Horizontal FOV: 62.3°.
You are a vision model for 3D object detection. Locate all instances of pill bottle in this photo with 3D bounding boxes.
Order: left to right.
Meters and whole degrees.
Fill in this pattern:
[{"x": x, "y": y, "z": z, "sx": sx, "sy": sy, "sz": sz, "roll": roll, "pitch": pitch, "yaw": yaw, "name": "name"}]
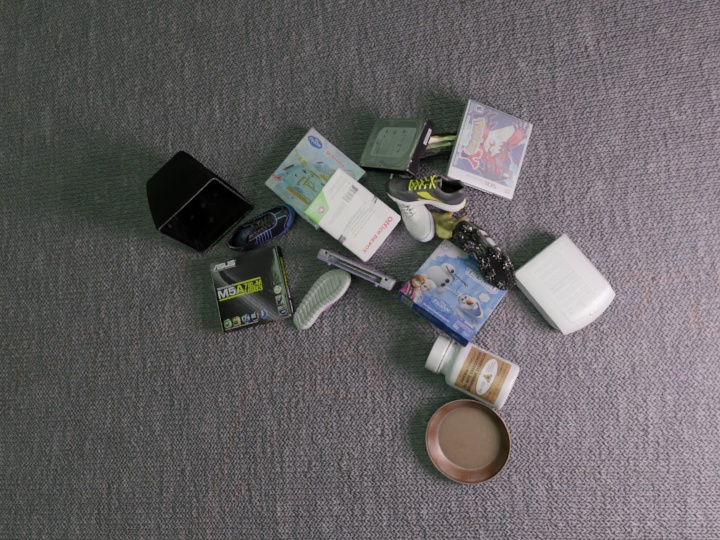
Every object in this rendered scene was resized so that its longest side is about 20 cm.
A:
[{"x": 0.260, "y": 0.233, "z": 1.407, "sx": 0.200, "sy": 0.114, "sz": 0.115, "roll": 25, "pitch": 89, "yaw": 14, "name": "pill bottle"}]

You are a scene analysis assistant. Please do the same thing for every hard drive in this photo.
[{"x": 0.087, "y": -0.313, "z": 1.496, "sx": 0.200, "sy": 0.038, "sz": 0.140, "roll": 20, "pitch": 86, "yaw": 52, "name": "hard drive"}]

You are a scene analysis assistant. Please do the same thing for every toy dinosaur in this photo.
[{"x": 0.213, "y": -0.132, "z": 1.493, "sx": 0.200, "sy": 0.058, "sz": 0.101, "roll": 30, "pitch": 91, "yaw": 14, "name": "toy dinosaur"}]

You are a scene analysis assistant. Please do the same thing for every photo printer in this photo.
[{"x": 0.481, "y": 0.038, "z": 1.406, "sx": 0.166, "sy": 0.069, "sz": 0.200, "roll": -40, "pitch": 77, "yaw": 5, "name": "photo printer"}]

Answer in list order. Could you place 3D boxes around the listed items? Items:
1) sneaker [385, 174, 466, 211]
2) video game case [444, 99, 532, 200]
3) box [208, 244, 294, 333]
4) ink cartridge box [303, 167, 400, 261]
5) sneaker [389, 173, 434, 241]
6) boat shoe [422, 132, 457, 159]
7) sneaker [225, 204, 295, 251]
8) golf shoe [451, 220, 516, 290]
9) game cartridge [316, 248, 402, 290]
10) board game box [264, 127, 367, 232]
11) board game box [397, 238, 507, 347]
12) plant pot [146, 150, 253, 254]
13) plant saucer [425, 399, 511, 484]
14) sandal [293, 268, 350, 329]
[{"x": 0.160, "y": -0.201, "z": 1.425, "sx": 0.199, "sy": 0.085, "sz": 0.075, "roll": 7, "pitch": 62, "yaw": -2, "name": "sneaker"}, {"x": 0.318, "y": -0.296, "z": 1.470, "sx": 0.182, "sy": 0.023, "sz": 0.200, "roll": 17, "pitch": 86, "yaw": -13, "name": "video game case"}, {"x": -0.290, "y": 0.051, "z": 1.585, "sx": 0.200, "sy": 0.048, "sz": 0.194, "roll": -14, "pitch": 82, "yaw": 10, "name": "box"}, {"x": -0.020, "y": -0.138, "z": 1.506, "sx": 0.200, "sy": 0.084, "sz": 0.146, "roll": 39, "pitch": 93, "yaw": -3, "name": "ink cartridge box"}, {"x": 0.119, "y": -0.161, "z": 1.492, "sx": 0.073, "sy": 0.071, "sz": 0.200, "roll": -35, "pitch": 64, "yaw": 23, "name": "sneaker"}, {"x": 0.220, "y": -0.315, "z": 1.514, "sx": 0.199, "sy": 0.073, "sz": 0.065, "roll": -3, "pitch": 106, "yaw": 5, "name": "boat shoe"}, {"x": -0.264, "y": -0.109, "z": 1.568, "sx": 0.200, "sy": 0.078, "sz": 0.070, "roll": -33, "pitch": 82, "yaw": 17, "name": "sneaker"}, {"x": 0.306, "y": -0.045, "z": 1.426, "sx": 0.078, "sy": 0.094, "sz": 0.200, "roll": -38, "pitch": 91, "yaw": 27, "name": "golf shoe"}, {"x": 0.000, "y": 0.000, "z": 1.485, "sx": 0.200, "sy": 0.130, "sz": 0.038, "roll": 24, "pitch": 90, "yaw": 14, "name": "game cartridge"}, {"x": -0.118, "y": -0.242, "z": 1.587, "sx": 0.200, "sy": 0.041, "sz": 0.200, "roll": 42, "pitch": 93, "yaw": 13, "name": "board game box"}, {"x": 0.226, "y": 0.049, "z": 1.430, "sx": 0.200, "sy": 0.043, "sz": 0.199, "roll": 36, "pitch": 61, "yaw": 14, "name": "board game box"}, {"x": -0.447, "y": -0.195, "z": 1.583, "sx": 0.199, "sy": 0.200, "sz": 0.177, "roll": -43, "pitch": 66, "yaw": 4, "name": "plant pot"}, {"x": 0.256, "y": 0.403, "z": 1.416, "sx": 0.200, "sy": 0.037, "sz": 0.201, "roll": 0, "pitch": 91, "yaw": 17, "name": "plant saucer"}, {"x": -0.097, "y": 0.071, "z": 1.542, "sx": 0.203, "sy": 0.050, "sz": 0.083, "roll": -43, "pitch": 61, "yaw": 17, "name": "sandal"}]
